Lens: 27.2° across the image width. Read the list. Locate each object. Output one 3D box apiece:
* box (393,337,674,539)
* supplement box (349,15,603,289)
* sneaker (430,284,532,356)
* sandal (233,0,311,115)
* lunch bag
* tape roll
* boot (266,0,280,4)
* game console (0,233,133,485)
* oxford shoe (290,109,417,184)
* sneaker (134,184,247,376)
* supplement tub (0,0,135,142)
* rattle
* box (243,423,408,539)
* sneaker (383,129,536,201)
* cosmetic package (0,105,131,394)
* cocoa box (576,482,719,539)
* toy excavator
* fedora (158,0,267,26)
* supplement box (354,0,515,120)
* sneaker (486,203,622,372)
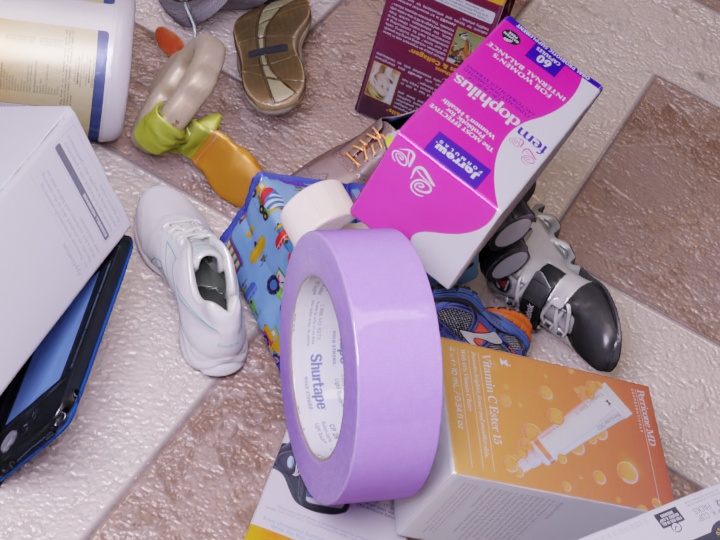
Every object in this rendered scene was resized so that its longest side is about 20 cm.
[{"bbox_3d":[0.131,0.147,1.169,0.199,0.098,0.125,14,48,-23],"label":"box"},{"bbox_3d":[0.093,-0.096,1.173,0.101,0.104,0.200,37,48,4],"label":"supplement box"},{"bbox_3d":[0.081,0.063,1.233,0.199,0.075,0.079,17,61,-45],"label":"sneaker"},{"bbox_3d":[-0.084,-0.207,1.480,0.080,0.054,0.201,-7,41,2],"label":"sandal"},{"bbox_3d":[0.000,0.000,1.315,0.199,0.094,0.151,-1,50,-36],"label":"lunch bag"},{"bbox_3d":[-0.004,0.070,1.104,0.065,0.201,0.201,-3,50,-18],"label":"tape roll"},{"bbox_3d":[-0.031,-0.366,1.582,0.068,0.130,0.201,41,48,-17],"label":"boot"},{"bbox_3d":[-0.285,0.052,1.152,0.118,0.170,0.201,34,42,-22],"label":"game console"},{"bbox_3d":[0.001,-0.107,1.405,0.199,0.073,0.071,-28,62,-34],"label":"oxford shoe"},{"bbox_3d":[-0.139,-0.009,1.272,0.070,0.081,0.201,-12,52,-23],"label":"sneaker"},{"bbox_3d":[-0.308,-0.197,1.345,0.198,0.145,0.145,6,47,-12],"label":"supplement tub"},{"bbox_3d":[-0.138,-0.161,1.418,0.142,0.131,0.200,19,19,-13],"label":"rattle"},{"bbox_3d":[-0.011,0.166,1.180,0.118,0.042,0.201,20,44,2],"label":"box"},{"bbox_3d":[0.113,-0.100,1.386,0.199,0.084,0.075,9,58,-49],"label":"sneaker"},{"bbox_3d":[-0.319,-0.017,1.130,0.198,0.123,0.200,4,43,31],"label":"cosmetic package"},{"bbox_3d":[0.208,0.267,1.087,0.199,0.134,0.132,-15,55,-27],"label":"cocoa box"},{"bbox_3d":[0.038,-0.036,1.246,0.199,0.195,0.100,-27,65,-9],"label":"toy excavator"},{"bbox_3d":[-0.126,-0.327,1.508,0.090,0.199,0.178,12,66,-38],"label":"fedora"},{"bbox_3d":[0.077,-0.229,1.450,0.110,0.201,0.086,24,46,6],"label":"supplement box"},{"bbox_3d":[0.162,0.021,1.343,0.088,0.074,0.200,-8,42,-23],"label":"sneaker"}]
